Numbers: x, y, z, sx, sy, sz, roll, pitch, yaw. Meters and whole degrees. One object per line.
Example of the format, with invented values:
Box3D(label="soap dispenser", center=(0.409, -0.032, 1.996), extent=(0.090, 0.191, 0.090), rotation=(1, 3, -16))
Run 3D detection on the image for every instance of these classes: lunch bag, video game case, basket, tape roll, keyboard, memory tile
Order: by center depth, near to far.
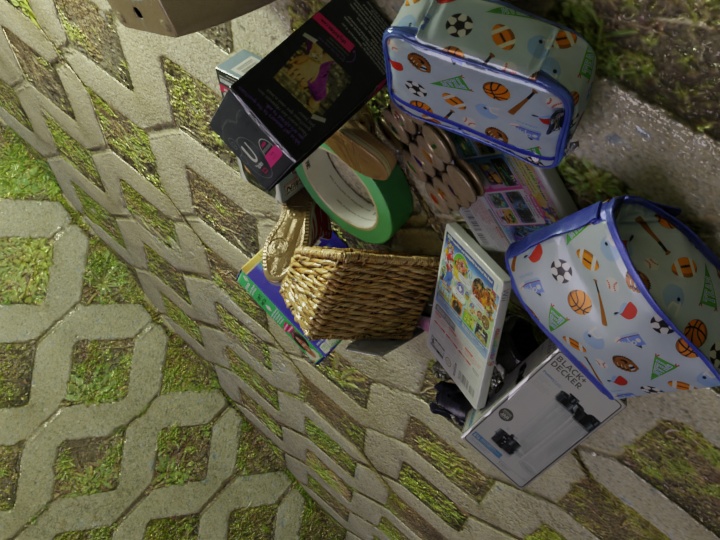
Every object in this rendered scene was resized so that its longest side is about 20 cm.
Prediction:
Box3D(label="lunch bag", center=(0.119, -0.172, 0.795), extent=(0.197, 0.076, 0.161), rotation=(26, 163, 13))
Box3D(label="lunch bag", center=(0.260, 0.019, 0.850), extent=(0.199, 0.125, 0.170), rotation=(40, 151, -12))
Box3D(label="video game case", center=(0.156, -0.104, 0.977), extent=(0.201, 0.024, 0.181), rotation=(55, 156, -20))
Box3D(label="memory tile", center=(0.076, -0.133, 0.989), extent=(0.154, 0.017, 0.200), rotation=(54, 174, -2))
Box3D(label="video game case", center=(0.139, 0.059, 1.124), extent=(0.144, 0.018, 0.203), rotation=(-127, 35, -48))
Box3D(label="tape roll", center=(-0.015, -0.129, 1.209), extent=(0.199, 0.048, 0.202), rotation=(38, 156, 20))
Box3D(label="basket", center=(0.000, 0.000, 1.224), extent=(0.143, 0.197, 0.151), rotation=(55, 131, 42))
Box3D(label="keyboard", center=(0.041, 0.101, 1.271), extent=(0.055, 0.011, 0.199), rotation=(15, -167, 20))

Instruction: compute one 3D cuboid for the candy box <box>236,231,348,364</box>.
Box3D(label="candy box", center=(-0.080, 0.024, 1.429), extent=(0.200, 0.169, 0.077), rotation=(45, 155, 2))

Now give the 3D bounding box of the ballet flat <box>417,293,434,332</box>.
Box3D(label="ballet flat", center=(0.076, 0.047, 1.335), extent=(0.198, 0.069, 0.072), rotation=(21, 135, 37))

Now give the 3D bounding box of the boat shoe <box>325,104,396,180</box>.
Box3D(label="boat shoe", center=(-0.017, -0.186, 1.072), extent=(0.199, 0.069, 0.074), rotation=(40, 165, 33))

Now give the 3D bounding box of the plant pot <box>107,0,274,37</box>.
Box3D(label="plant pot", center=(-0.207, -0.374, 0.958), extent=(0.199, 0.177, 0.201), rotation=(24, 150, 43))

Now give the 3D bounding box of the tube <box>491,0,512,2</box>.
Box3D(label="tube", center=(0.120, -0.260, 0.738), extent=(0.198, 0.057, 0.053), rotation=(10, 101, 50))

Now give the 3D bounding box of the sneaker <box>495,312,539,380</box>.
Box3D(label="sneaker", center=(0.189, 0.084, 1.183), extent=(0.200, 0.066, 0.091), rotation=(42, 134, 25))

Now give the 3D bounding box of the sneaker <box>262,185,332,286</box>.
Box3D(label="sneaker", center=(-0.094, -0.046, 1.331), extent=(0.070, 0.203, 0.113), rotation=(5, 150, 15))

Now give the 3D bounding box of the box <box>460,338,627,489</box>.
Box3D(label="box", center=(0.237, 0.180, 1.115), extent=(0.116, 0.060, 0.200), rotation=(41, 120, -2))

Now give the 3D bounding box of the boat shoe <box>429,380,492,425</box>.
Box3D(label="boat shoe", center=(0.167, 0.203, 1.332), extent=(0.091, 0.076, 0.200), rotation=(16, 174, 18))

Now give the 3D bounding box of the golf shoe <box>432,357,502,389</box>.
Box3D(label="golf shoe", center=(0.207, 0.144, 1.271), extent=(0.197, 0.080, 0.097), rotation=(14, -179, 31))

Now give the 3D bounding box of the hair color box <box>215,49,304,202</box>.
Box3D(label="hair color box", center=(-0.141, -0.208, 1.253), extent=(0.098, 0.060, 0.202), rotation=(32, 147, 32))

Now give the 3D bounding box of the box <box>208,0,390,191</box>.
Box3D(label="box", center=(-0.055, -0.201, 0.950), extent=(0.106, 0.200, 0.122), rotation=(47, 159, -7))
